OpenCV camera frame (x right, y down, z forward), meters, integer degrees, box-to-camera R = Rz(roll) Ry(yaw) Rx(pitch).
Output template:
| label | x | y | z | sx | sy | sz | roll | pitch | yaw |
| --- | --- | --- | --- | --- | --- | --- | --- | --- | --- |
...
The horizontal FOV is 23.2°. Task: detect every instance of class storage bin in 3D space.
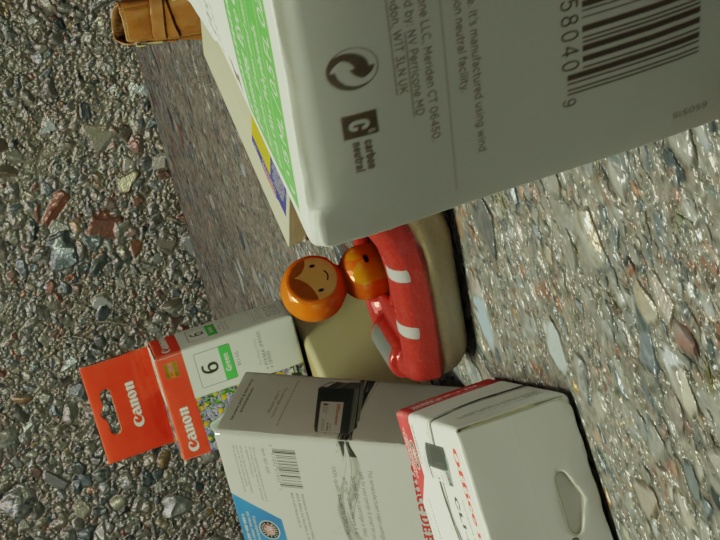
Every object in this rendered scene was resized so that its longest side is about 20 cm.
| label | x | y | z | sx | sy | sz | roll | pitch | yaw |
| --- | --- | --- | --- | --- | --- | --- | --- | --- | --- |
| storage bin | 0.006 | 0.135 | 1.677 | 0.199 | 0.093 | 0.200 | 83 | 164 | -48 |

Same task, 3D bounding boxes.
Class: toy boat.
| label | x | y | z | sx | sy | sz | roll | pitch | yaw |
| --- | --- | --- | --- | --- | --- | --- | --- | --- | --- |
| toy boat | 0.000 | 0.000 | 1.364 | 0.131 | 0.130 | 0.201 | -124 | 19 | -55 |

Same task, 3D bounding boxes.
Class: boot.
| label | x | y | z | sx | sy | sz | roll | pitch | yaw |
| --- | --- | --- | --- | --- | --- | --- | --- | --- | --- |
| boot | -0.175 | -0.254 | 1.773 | 0.200 | 0.154 | 0.074 | 109 | 141 | -74 |

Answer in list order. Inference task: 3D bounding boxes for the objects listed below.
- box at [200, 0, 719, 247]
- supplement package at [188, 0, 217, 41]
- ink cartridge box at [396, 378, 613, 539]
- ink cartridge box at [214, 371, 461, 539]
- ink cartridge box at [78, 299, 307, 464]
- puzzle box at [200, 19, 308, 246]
| label | x | y | z | sx | sy | sz | roll | pitch | yaw |
| --- | --- | --- | --- | --- | --- | --- | --- | --- | --- |
| box | 0.034 | -0.157 | 0.724 | 0.199 | 0.199 | 0.172 | 81 | 168 | -47 |
| supplement package | -0.065 | -0.287 | 1.151 | 0.152 | 0.150 | 0.201 | -123 | 18 | -52 |
| ink cartridge box | 0.102 | 0.160 | 1.240 | 0.200 | 0.083 | 0.145 | 172 | 80 | -79 |
| ink cartridge box | -0.006 | 0.171 | 1.493 | 0.084 | 0.199 | 0.145 | -65 | -29 | -48 |
| ink cartridge box | -0.149 | 0.112 | 1.630 | 0.050 | 0.199 | 0.109 | -132 | 26 | -66 |
| puzzle box | -0.085 | -0.132 | 1.438 | 0.133 | 0.025 | 0.200 | 98 | 149 | -68 |
